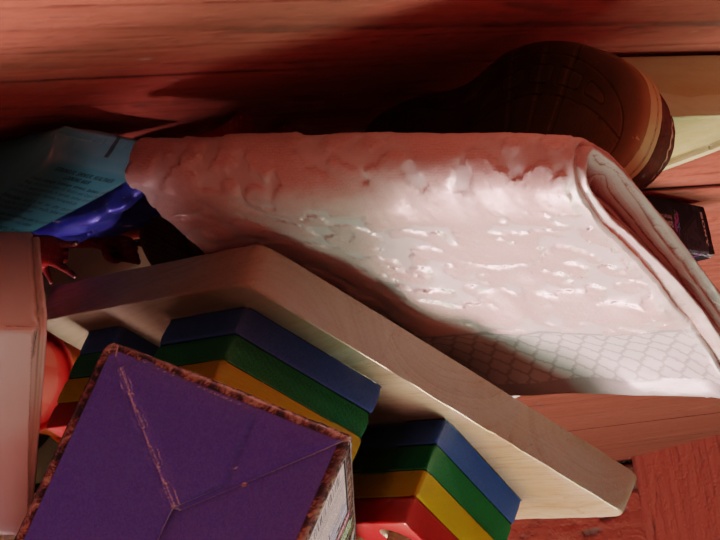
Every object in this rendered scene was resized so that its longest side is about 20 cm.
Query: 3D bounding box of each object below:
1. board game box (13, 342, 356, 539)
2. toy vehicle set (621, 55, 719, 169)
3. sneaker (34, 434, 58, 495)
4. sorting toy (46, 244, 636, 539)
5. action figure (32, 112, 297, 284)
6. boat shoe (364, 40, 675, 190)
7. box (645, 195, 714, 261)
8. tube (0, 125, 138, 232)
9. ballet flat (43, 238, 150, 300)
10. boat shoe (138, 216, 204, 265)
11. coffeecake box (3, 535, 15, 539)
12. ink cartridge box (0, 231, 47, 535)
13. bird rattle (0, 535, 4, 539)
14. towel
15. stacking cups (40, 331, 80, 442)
[{"bbox_3d":[-0.075,0.143,1.063,0.096,0.160,0.200,21,162,8],"label":"board game box"},{"bbox_3d":[0.093,-0.057,1.264,0.124,0.027,0.199,-4,170,-38],"label":"toy vehicle set"},{"bbox_3d":[-0.184,0.053,1.300,0.079,0.074,0.200,-6,153,44],"label":"sneaker"},{"bbox_3d":[-0.023,0.076,1.181,0.198,0.070,0.200,32,160,-24],"label":"sorting toy"},{"bbox_3d":[-0.121,-0.021,1.192,0.199,0.052,0.065,-12,177,27],"label":"action figure"},{"bbox_3d":[0.071,-0.040,1.127,0.072,0.073,0.200,22,161,-27],"label":"boat shoe"},{"bbox_3d":[0.085,-0.004,1.599,0.199,0.036,0.143,-12,173,24],"label":"box"},{"bbox_3d":[-0.178,-0.018,1.147,0.199,0.051,0.077,-21,171,25],"label":"tube"},{"bbox_3d":[-0.096,0.007,1.373,0.198,0.068,0.075,-10,153,3],"label":"ballet flat"},{"bbox_3d":[0.000,0.000,1.244,0.199,0.072,0.068,15,-160,3],"label":"boat shoe"},{"bbox_3d":[-0.201,0.148,1.292,0.199,0.074,0.153,13,-173,32],"label":"coffeecake box"},{"bbox_3d":[-0.219,0.037,1.046,0.198,0.086,0.148,3,-165,-8],"label":"ink cartridge box"},{"bbox_3d":[-0.208,0.114,1.174,0.199,0.164,0.113,-4,142,38],"label":"bird rattle"},{"bbox_3d":[0.035,0.000,1.095,0.199,0.032,0.191,0,153,32],"label":"towel"},{"bbox_3d":[-0.113,0.060,1.297,0.060,0.061,0.200,-14,165,25],"label":"stacking cups"}]
